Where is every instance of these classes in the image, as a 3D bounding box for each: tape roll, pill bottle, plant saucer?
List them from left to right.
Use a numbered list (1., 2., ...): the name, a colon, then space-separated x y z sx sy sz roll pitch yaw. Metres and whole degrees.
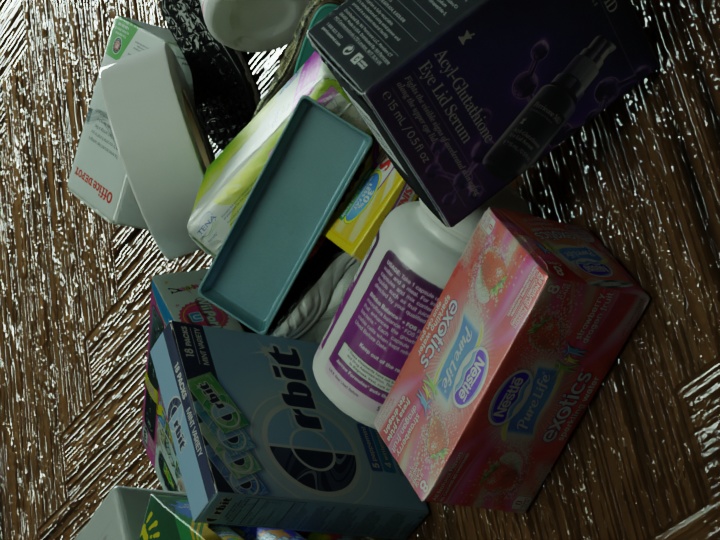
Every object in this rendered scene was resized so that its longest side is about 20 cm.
1. tape roll: -0.187 -0.116 1.640 0.202 0.070 0.204 -20 -90 -88
2. pill bottle: -0.113 -0.323 1.651 0.113 0.113 0.201 -47 45 39
3. plant saucer: -0.062 -0.045 1.390 0.201 0.070 0.019 -60 -6 21
4. pill bottle: 0.050 0.019 1.309 0.201 0.112 0.113 -62 37 25

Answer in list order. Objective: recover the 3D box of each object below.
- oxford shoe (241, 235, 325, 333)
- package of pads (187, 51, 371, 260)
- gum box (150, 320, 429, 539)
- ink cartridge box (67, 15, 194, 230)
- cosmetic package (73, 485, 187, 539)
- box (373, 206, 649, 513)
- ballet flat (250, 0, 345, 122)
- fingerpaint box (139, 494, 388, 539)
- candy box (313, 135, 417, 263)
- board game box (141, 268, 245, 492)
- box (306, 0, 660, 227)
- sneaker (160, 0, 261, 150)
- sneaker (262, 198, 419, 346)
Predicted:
1. oxford shoe: -0.080 -0.025 1.558 0.200 0.071 0.073 -52 38 36
2. package of pads: -0.062 -0.106 1.464 0.200 0.068 0.155 -45 15 20
3. gum box: -0.058 0.130 1.360 0.045 0.199 0.171 -52 42 34
4. ink cartridge box: -0.231 -0.156 1.811 0.146 0.083 0.202 34 108 54
5. cosmetic package: -0.164 0.325 1.497 0.168 0.165 0.201 -52 43 35
6. box: 0.105 0.067 1.220 0.201 0.102 0.095 -63 37 22
7. ballet flat: -0.058 -0.169 1.581 0.075 0.067 0.201 -115 48 -72
8. fingerpaint box: -0.053 0.242 1.321 0.167 0.199 0.074 25 101 57
9. candy box: 0.037 -0.104 1.379 0.201 0.026 0.102 -56 31 1
10. board game box: -0.153 0.123 1.579 0.148 0.064 0.201 -125 36 -47
11. box: 0.089 -0.157 1.193 0.200 0.148 0.104 -38 41 0
12. sneaker: -0.130 -0.214 1.696 0.071 0.083 0.202 -21 87 33
13. sneaker: 0.000 0.000 1.438 0.200 0.079 0.074 -47 24 18
